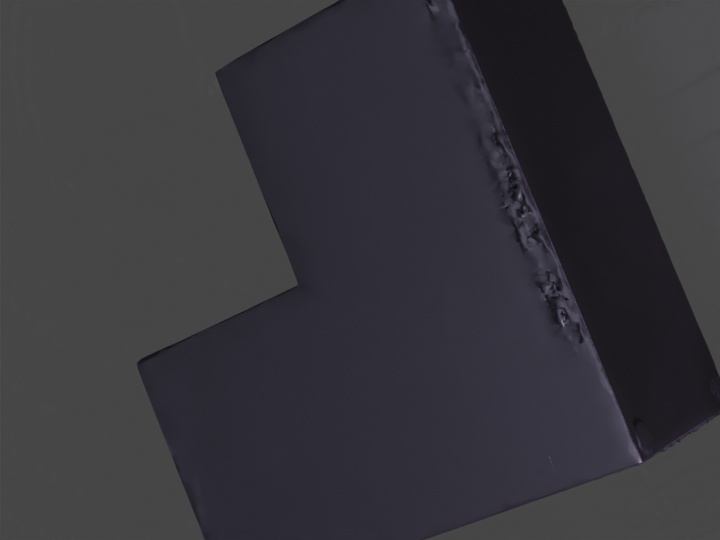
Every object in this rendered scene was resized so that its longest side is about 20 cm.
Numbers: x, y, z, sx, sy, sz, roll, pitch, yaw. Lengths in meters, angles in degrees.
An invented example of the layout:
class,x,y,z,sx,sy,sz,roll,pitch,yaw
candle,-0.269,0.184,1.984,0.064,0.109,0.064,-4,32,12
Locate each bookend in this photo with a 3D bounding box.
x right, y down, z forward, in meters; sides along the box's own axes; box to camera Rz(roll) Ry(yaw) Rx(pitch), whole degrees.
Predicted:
class,x,y,z,sx,sy,sz,roll,pitch,yaw
bookend,0.000,0.000,0.648,0.199,0.092,0.200,-25,85,31
